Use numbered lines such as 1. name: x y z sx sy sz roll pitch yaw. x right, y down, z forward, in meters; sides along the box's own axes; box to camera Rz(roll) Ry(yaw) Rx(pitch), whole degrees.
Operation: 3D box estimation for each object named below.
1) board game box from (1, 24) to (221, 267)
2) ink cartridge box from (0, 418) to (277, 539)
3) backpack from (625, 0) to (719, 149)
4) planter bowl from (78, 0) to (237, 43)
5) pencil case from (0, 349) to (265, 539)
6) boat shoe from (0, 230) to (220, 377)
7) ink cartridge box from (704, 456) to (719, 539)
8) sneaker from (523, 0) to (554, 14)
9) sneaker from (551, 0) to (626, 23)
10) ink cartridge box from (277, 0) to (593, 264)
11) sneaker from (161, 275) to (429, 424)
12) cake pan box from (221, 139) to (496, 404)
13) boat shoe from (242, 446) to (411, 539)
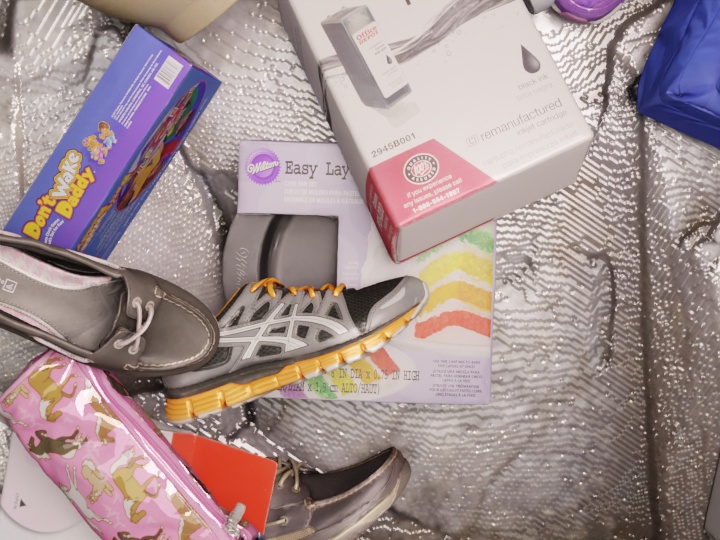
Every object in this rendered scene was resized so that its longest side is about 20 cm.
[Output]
1. board game box: -0.176 -0.063 0.743 0.044 0.134 0.201 34 94 -2
2. ink cartridge box: -0.169 0.186 0.774 0.197 0.057 0.166 15 95 27
3. backpack: 0.302 -0.176 0.711 0.160 0.168 0.203 22 91 -7
4. planter bowl: -0.121 -0.238 0.709 0.200 0.200 0.135 -41 110 4
5. pencil case: -0.152 0.133 0.715 0.086 0.083 0.200 -42 87 -4
6. boat shoe: -0.177 0.021 0.657 0.197 0.057 0.068 21 90 -17
7. ink cartridge box: 0.367 0.149 0.775 0.196 0.084 0.148 11 94 0
8. sneaker: 0.099 -0.278 0.744 0.070 0.073 0.203 -24 88 6
9. sneaker: 0.185 -0.270 0.742 0.079 0.088 0.203 24 96 -2
10. ink cartridge box: 0.045 -0.131 0.725 0.144 0.085 0.202 -24 74 -5
11. sneaker: -0.049 0.038 0.732 0.197 0.078 0.078 -20 85 2
12. cake pan box: 0.000 0.000 0.788 0.196 0.052 0.188 3 93 1
13. boat shoe: -0.058 0.177 0.791 0.198 0.075 0.074 -30 94 2
